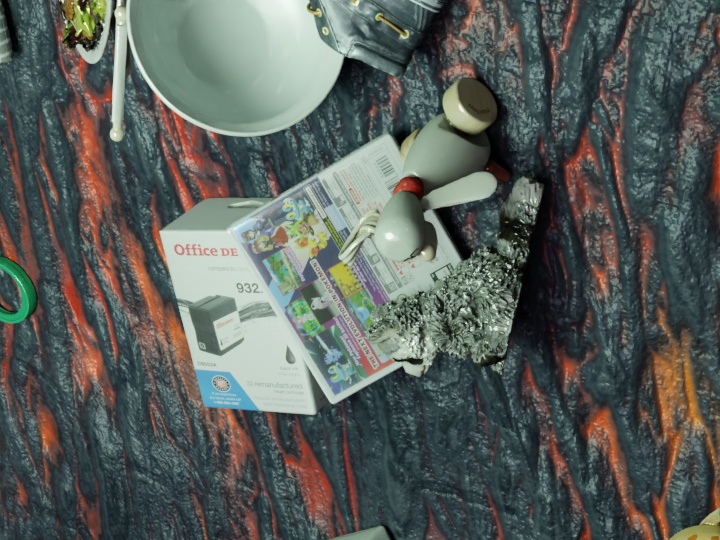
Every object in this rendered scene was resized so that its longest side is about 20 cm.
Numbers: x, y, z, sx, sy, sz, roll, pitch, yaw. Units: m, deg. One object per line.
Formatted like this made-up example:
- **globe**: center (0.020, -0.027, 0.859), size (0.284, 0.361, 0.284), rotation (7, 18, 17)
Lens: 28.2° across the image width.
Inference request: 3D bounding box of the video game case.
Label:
- **video game case**: center (0.000, 0.000, 1.352), size (0.181, 0.023, 0.201), rotation (-29, 104, 9)

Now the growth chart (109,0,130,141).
- **growth chart**: center (-0.221, -0.224, 1.343), size (0.017, 0.201, 0.146), rotation (3, 128, -7)

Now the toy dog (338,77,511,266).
- **toy dog**: center (0.076, -0.068, 1.242), size (0.096, 0.201, 0.132), rotation (34, 155, -9)

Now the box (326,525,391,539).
- **box**: center (-0.037, 0.420, 1.559), size (0.199, 0.171, 0.201), rotation (-23, 101, 37)

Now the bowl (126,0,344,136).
- **bowl**: center (-0.117, -0.214, 1.295), size (0.202, 0.200, 0.090), rotation (56, 163, -5)

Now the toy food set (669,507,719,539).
- **toy food set**: center (0.385, 0.290, 1.305), size (0.200, 0.049, 0.198), rotation (48, 129, 2)

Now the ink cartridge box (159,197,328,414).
- **ink cartridge box**: center (-0.105, 0.035, 1.456), size (0.143, 0.084, 0.203), rotation (1, 114, 31)

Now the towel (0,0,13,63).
- **towel**: center (-0.468, -0.295, 1.515), size (0.198, 0.086, 0.168), rotation (6, 119, 28)

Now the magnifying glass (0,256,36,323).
- **magnifying glass**: center (-0.467, -0.002, 1.708), size (0.198, 0.022, 0.080), rotation (26, 126, 16)

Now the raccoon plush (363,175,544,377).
- **raccoon plush**: center (0.082, 0.003, 1.306), size (0.132, 0.097, 0.203), rotation (13, 89, 7)

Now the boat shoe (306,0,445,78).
- **boat shoe**: center (-0.030, -0.247, 1.241), size (0.199, 0.071, 0.092), rotation (29, 106, 4)

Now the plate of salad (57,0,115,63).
- **plate of salad**: center (-0.272, -0.297, 1.355), size (0.200, 0.047, 0.203), rotation (32, 126, 59)
